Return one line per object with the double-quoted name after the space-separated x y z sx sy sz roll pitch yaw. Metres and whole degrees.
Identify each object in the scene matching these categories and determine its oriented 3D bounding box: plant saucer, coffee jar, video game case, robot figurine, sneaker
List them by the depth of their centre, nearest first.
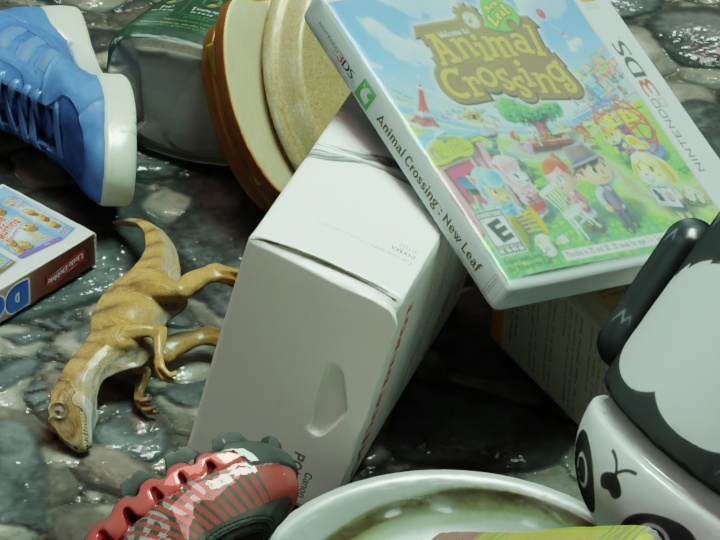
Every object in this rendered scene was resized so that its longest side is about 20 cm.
-0.097 0.154 1.242 0.200 0.071 0.098 -36 57 -13 "sneaker"
0.178 0.048 1.262 0.124 0.200 0.150 33 13 -6 "robot figurine"
0.043 0.169 1.278 0.199 0.050 0.201 2 35 -1 "plant saucer"
0.090 -0.070 1.416 0.199 0.022 0.182 -10 60 -44 "video game case"
-0.194 -0.092 1.601 0.111 0.077 0.200 -3 31 -19 "sneaker"
-0.056 -0.142 1.680 0.104 0.086 0.200 13 36 26 "coffee jar"

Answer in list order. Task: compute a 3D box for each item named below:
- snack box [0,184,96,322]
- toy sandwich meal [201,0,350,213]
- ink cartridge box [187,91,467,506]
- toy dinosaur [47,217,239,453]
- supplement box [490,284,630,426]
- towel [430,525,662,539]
-0.230 0.016 1.494 0.072 0.024 0.200 26 41 30 "snack box"
0.010 -0.100 1.583 0.205 0.206 0.070 -24 7 -34 "toy sandwich meal"
0.000 0.000 1.420 0.082 0.147 0.200 24 38 7 "ink cartridge box"
-0.106 0.014 1.477 0.106 0.061 0.200 8 35 10 "toy dinosaur"
0.170 0.044 1.446 0.125 0.074 0.200 -15 39 -26 "supplement box"
0.020 0.154 1.183 0.200 0.023 0.143 -30 15 -39 "towel"
